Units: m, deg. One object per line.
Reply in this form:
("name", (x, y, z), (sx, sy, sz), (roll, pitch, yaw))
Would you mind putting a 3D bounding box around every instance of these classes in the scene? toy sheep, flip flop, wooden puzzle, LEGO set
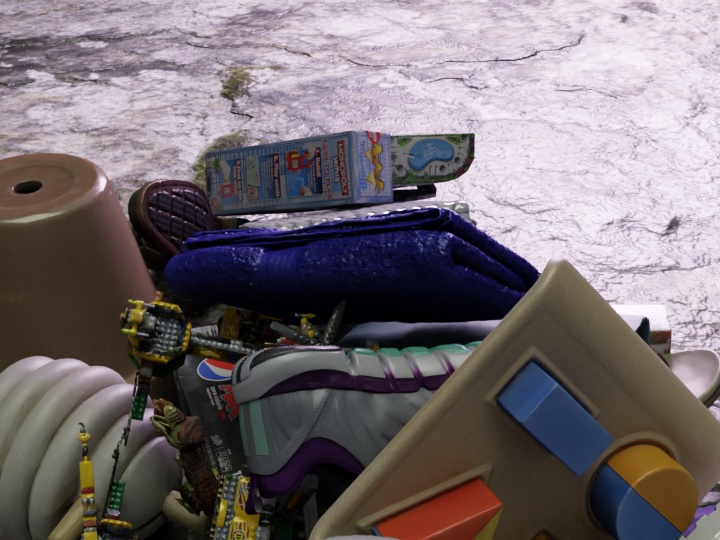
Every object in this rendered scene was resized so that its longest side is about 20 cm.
("toy sheep", (-0.182, 0.124, 0.869), (0.199, 0.138, 0.138), (24, 37, 15))
("flip flop", (0.165, 0.073, 0.991), (0.199, 0.058, 0.081), (1, 30, 6))
("wooden puzzle", (0.096, 0.122, 0.709), (0.200, 0.185, 0.046), (-50, 32, -3))
("LEGO set", (-0.083, 0.098, 0.771), (0.153, 0.116, 0.201), (19, 69, -3))

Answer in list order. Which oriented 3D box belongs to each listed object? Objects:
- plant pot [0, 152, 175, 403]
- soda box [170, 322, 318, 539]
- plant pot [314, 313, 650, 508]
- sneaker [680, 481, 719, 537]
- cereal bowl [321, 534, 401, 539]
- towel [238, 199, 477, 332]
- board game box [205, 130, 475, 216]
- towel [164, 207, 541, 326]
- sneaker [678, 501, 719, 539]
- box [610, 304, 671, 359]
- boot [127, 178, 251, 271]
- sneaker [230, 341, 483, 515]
("plant pot", (-0.234, 0.015, 1.010), (0.199, 0.175, 0.201), (-3, 30, 2))
("soda box", (-0.083, 0.113, 0.928), (0.063, 0.071, 0.200), (-11, 31, -12))
("plant pot", (0.066, 0.106, 0.871), (0.199, 0.142, 0.141), (9, 31, 31))
("sneaker", (0.264, 0.171, 0.816), (0.199, 0.070, 0.100), (-4, 40, -2))
("cereal bowl", (-0.012, 0.217, 0.636), (0.199, 0.201, 0.083), (-16, 11, -22))
("towel", (-0.003, -0.005, 1.065), (0.165, 0.086, 0.200), (-9, 4, -13))
("board game box", (-0.007, -0.085, 1.200), (0.199, 0.062, 0.200), (-5, 2, -28))
("towel", (0.000, 0.000, 0.841), (0.199, 0.050, 0.147), (-2, -11, 30))
("sneaker", (0.174, 0.202, 0.724), (0.080, 0.077, 0.200), (35, 72, 28))
("box", (0.136, 0.052, 1.050), (0.199, 0.039, 0.042), (-1, 28, 3))
("boot", (-0.163, -0.026, 1.117), (0.096, 0.075, 0.200), (-2, -13, 19))
("sneaker", (0.030, 0.085, 0.727), (0.199, 0.088, 0.074), (0, -11, -15))
